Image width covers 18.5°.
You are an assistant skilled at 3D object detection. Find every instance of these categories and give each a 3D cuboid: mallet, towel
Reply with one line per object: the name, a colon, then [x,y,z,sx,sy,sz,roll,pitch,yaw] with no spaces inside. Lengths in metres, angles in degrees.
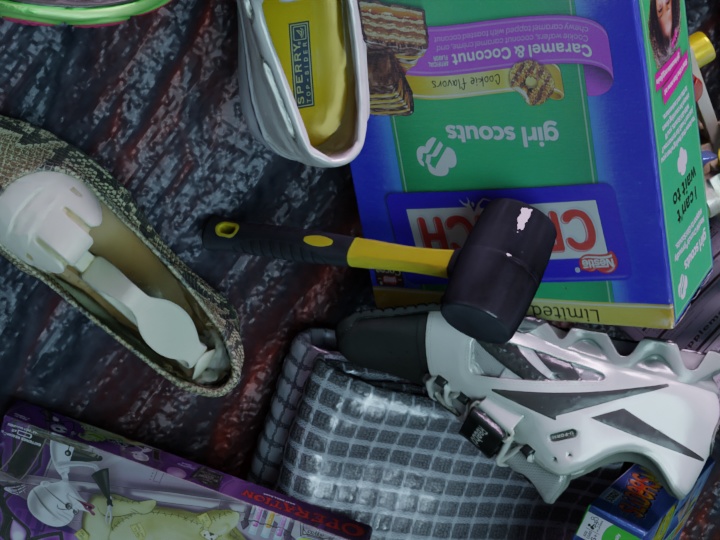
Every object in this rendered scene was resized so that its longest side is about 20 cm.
mallet: [0.000,0.000,1.099,0.041,0.200,0.066,51,49,-46]
towel: [0.039,0.128,1.216,0.200,0.086,0.166,10,108,-22]

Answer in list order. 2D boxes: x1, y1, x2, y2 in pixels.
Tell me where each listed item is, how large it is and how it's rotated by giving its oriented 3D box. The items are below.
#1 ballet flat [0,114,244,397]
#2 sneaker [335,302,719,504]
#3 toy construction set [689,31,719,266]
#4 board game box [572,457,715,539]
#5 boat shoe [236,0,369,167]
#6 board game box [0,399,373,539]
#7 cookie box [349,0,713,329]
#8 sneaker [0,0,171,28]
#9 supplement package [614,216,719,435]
ballet flat: [-0.128,-0.004,1.113,0.068,0.075,0.200,-45,117,4]
sneaker: [0.080,0.068,1.111,0.200,0.074,0.089,10,80,9]
toy construction set: [0.170,-0.100,1.139,0.092,0.131,0.200,-18,123,-14]
board game box: [0.135,0.173,1.214,0.034,0.200,0.135,27,103,15]
boat shoe: [-0.028,-0.141,1.014,0.075,0.086,0.202,-13,110,-22]
board game box: [-0.106,0.156,1.163,0.200,0.032,0.120,19,112,2]
cookie box: [0.079,-0.078,1.101,0.171,0.075,0.200,3,117,28]
sneaker: [-0.096,-0.177,1.064,0.200,0.077,0.084,-30,111,-17]
supplement package: [0.237,0.053,1.186,0.110,0.200,0.114,-45,116,2]
